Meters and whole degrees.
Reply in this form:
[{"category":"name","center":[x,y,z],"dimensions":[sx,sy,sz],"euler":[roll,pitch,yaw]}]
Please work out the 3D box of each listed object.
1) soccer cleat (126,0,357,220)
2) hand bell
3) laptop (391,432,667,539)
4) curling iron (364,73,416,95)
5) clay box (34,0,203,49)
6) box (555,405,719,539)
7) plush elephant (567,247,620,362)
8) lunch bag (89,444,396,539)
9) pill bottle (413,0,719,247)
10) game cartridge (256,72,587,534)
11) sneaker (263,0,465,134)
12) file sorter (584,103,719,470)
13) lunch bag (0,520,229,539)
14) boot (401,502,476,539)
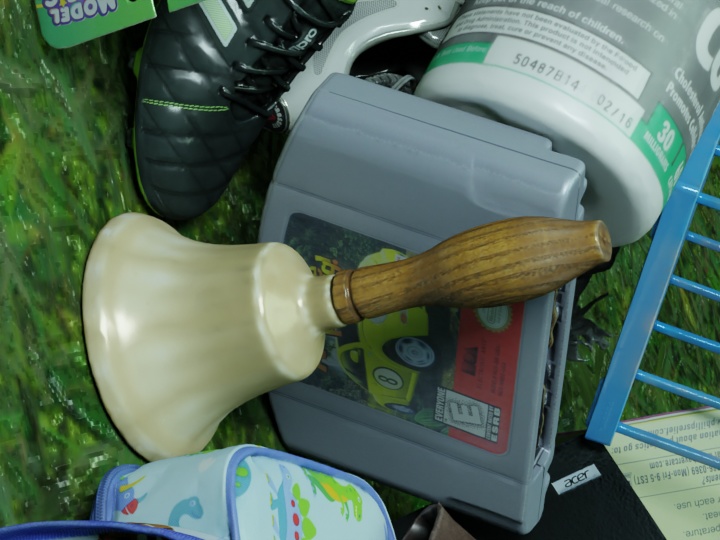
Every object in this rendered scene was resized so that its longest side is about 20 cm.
[{"category":"soccer cleat","center":[-0.036,-0.112,1.084],"dimensions":[0.067,0.081,0.201],"euler":[19,91,-57]},{"category":"hand bell","center":[0.003,0.010,1.036],"dimensions":[0.104,0.199,0.105],"euler":[38,46,-55]},{"category":"laptop","center":[0.072,0.206,1.173],"dimensions":[0.177,0.103,0.201],"euler":[-22,119,-25]},{"category":"curling iron","center":[0.000,0.000,1.154],"dimensions":[0.049,0.026,0.201],"euler":[-26,138,-36]},{"category":"clay box","center":[-0.081,-0.191,1.043],"dimensions":[0.048,0.115,0.201],"euler":[9,71,-54]},{"category":"box","center":[0.154,0.172,1.314],"dimensions":[0.176,0.096,0.201],"euler":[146,-65,-77]},{"category":"plush elephant","center":[0.068,-0.059,1.261],"dimensions":[0.200,0.164,0.155],"euler":[47,35,-57]},{"category":"lunch bag","center":[-0.036,0.174,1.019],"dimensions":[0.161,0.082,0.201],"euler":[23,59,-60]},{"category":"pill bottle","center":[0.112,-0.120,1.109],"dimensions":[0.200,0.113,0.113],"euler":[-61,138,-21]},{"category":"game cartridge","center":[0.021,0.016,1.102],"dimensions":[0.041,0.133,0.201],"euler":[-50,153,-42]},{"category":"sneaker","center":[0.024,-0.117,1.184],"dimensions":[0.200,0.088,0.074],"euler":[-45,151,-30]},{"category":"file sorter","center":[0.196,-0.009,1.228],"dimensions":[0.200,0.122,0.139],"euler":[-61,169,-57]},{"category":"lunch bag","center":[-0.059,0.142,0.837],"dimensions":[0.170,0.199,0.124],"euler":[26,52,-61]},{"category":"boot","center":[0.063,0.205,1.032],"dimensions":[0.166,0.072,0.200],"euler":[35,41,-17]}]
